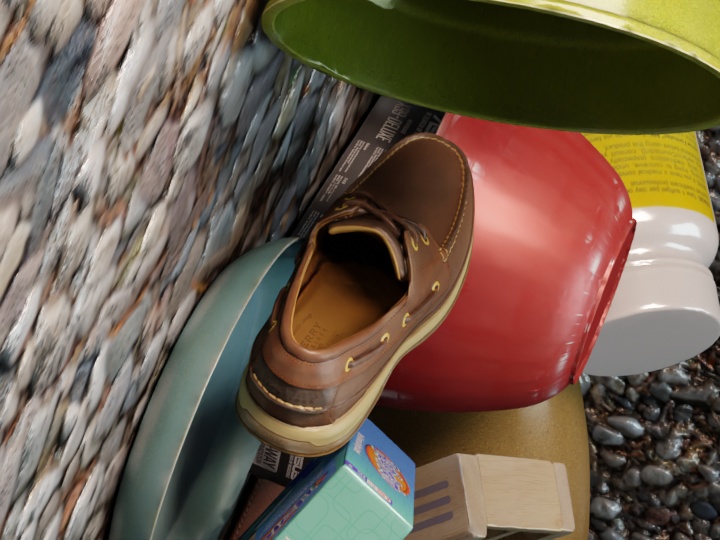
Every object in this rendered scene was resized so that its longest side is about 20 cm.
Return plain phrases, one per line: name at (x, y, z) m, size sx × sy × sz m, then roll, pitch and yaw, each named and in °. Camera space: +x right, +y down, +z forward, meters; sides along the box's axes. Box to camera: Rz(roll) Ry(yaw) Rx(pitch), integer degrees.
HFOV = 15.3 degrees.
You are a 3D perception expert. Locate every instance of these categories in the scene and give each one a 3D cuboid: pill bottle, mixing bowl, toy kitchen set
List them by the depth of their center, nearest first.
toy kitchen set at (0.001, 0.211, 1.368) m, size 0.180 × 0.163 × 0.200 m, roll -25°, pitch -114°, yaw 43°
mixing bowl at (0.082, -0.001, 1.440) m, size 0.200 × 0.108 × 0.200 m, roll 21°, pitch 90°, yaw -82°
pill bottle at (0.147, -0.048, 1.571) m, size 0.114 × 0.114 × 0.200 m, roll 94°, pitch -12°, yaw -64°

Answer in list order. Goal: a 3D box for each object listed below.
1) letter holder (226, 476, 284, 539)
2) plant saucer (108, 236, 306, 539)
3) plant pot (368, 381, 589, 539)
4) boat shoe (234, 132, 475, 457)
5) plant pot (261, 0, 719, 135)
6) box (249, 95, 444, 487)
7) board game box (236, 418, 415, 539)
letter holder at (-0.020, 0.214, 1.543) m, size 0.101 × 0.142 × 0.200 m, roll 88°, pitch 25°, yaw -70°
plant saucer at (-0.074, 0.074, 1.252) m, size 0.200 × 0.027 × 0.200 m, roll 21°, pitch 90°, yaw -82°
plant pot at (0.066, 0.092, 1.661) m, size 0.200 × 0.186 × 0.187 m, roll 99°, pitch 15°, yaw -47°
boat shoe at (0.007, -0.001, 1.248) m, size 0.068 × 0.072 × 0.200 m, roll 105°, pitch 13°, yaw -47°
plant pot at (0.074, -0.175, 1.107) m, size 0.200 × 0.200 × 0.193 m, roll 66°, pitch 34°, yaw -78°
box at (0.000, 0.000, 1.458) m, size 0.200 × 0.050 × 0.158 m, roll -59°, pitch 167°, yaw -49°
board game box at (-0.040, 0.145, 1.250) m, size 0.152 × 0.045 × 0.200 m, roll -47°, pitch -179°, yaw 4°
